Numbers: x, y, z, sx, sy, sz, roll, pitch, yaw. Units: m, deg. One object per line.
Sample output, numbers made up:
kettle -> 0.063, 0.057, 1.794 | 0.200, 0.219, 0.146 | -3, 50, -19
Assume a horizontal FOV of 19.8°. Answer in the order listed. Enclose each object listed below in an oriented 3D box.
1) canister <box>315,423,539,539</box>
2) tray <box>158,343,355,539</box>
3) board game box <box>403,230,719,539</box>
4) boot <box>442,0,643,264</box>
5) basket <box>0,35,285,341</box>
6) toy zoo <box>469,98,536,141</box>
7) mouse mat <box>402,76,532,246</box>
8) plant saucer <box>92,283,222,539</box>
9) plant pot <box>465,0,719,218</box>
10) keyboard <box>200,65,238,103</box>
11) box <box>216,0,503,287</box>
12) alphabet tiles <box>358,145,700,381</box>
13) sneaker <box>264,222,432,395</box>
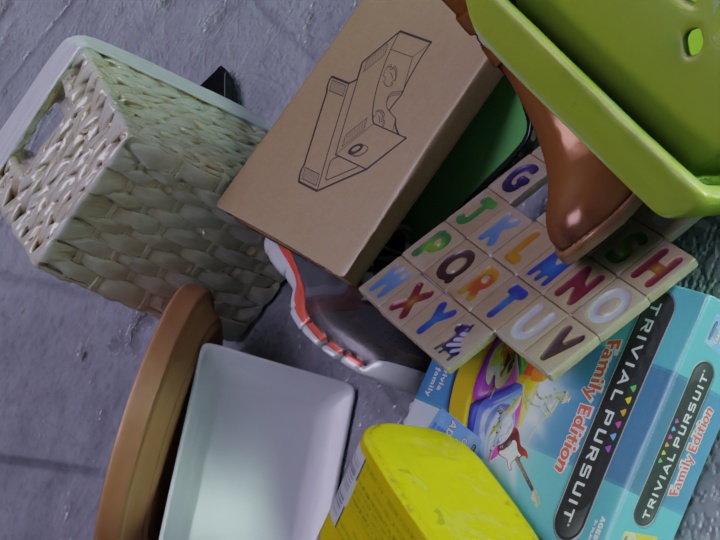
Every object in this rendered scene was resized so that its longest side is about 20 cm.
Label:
canister -> 0.015, 0.202, 1.109 | 0.149, 0.086, 0.201 | 54, 127, 51
tray -> -0.072, 0.154, 1.290 | 0.022, 0.107, 0.201 | 141, 143, -64
board game box -> 0.112, 0.070, 1.137 | 0.200, 0.047, 0.152 | 18, 84, 57
boot -> 0.096, -0.109, 1.128 | 0.074, 0.155, 0.201 | -33, 24, 34
basket -> -0.142, -0.051, 1.431 | 0.136, 0.199, 0.124 | -52, 40, 18
toy zoo -> 0.103, -0.184, 1.337 | 0.131, 0.020, 0.201 | 12, 79, 56
mouse mat -> 0.035, -0.086, 1.347 | 0.200, 0.007, 0.162 | -46, 44, 35
plant saucer -> -0.129, 0.109, 1.359 | 0.200, 0.032, 0.202 | 17, -90, -86
plant pot -> 0.180, -0.139, 1.002 | 0.200, 0.198, 0.182 | 47, 119, 22
keyboard -> -0.160, -0.064, 1.621 | 0.200, 0.021, 0.128 | -42, 34, 32
box -> 0.008, -0.097, 1.309 | 0.201, 0.021, 0.163 | -55, 35, -5
alphabet tiles -> 0.100, -0.006, 1.149 | 0.167, 0.008, 0.200 | -38, 28, -6
sneaker -> 0.000, 0.000, 1.299 | 0.082, 0.077, 0.200 | -56, 39, 16
